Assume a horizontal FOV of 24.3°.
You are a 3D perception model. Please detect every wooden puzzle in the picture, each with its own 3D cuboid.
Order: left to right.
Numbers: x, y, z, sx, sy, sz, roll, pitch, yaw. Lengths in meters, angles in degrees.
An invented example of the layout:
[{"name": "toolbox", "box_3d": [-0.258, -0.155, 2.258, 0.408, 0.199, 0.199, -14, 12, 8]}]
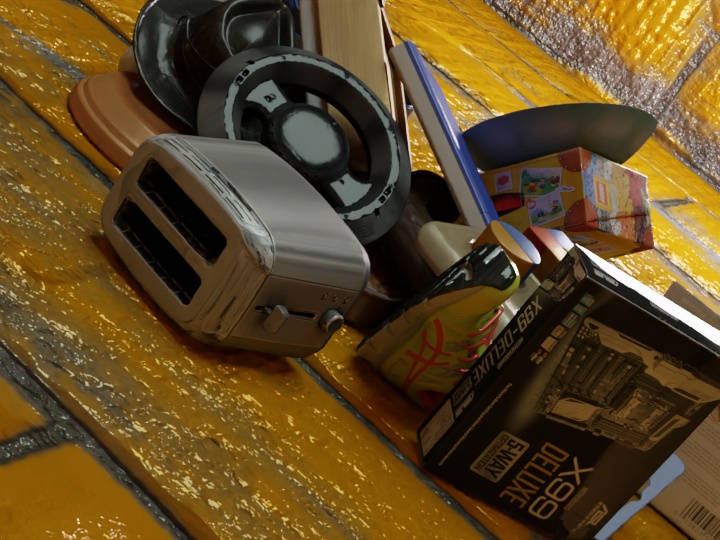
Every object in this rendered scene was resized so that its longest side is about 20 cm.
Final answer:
[{"name": "wooden puzzle", "box_3d": [0.162, 0.022, 1.381, 0.199, 0.046, 0.186, 1, 44, -49]}]

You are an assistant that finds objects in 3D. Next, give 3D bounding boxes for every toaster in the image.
[{"name": "toaster", "box_3d": [-0.098, -0.026, 1.212, 0.200, 0.114, 0.129, 48, 22, 28]}]

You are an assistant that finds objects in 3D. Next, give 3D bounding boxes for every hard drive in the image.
[{"name": "hard drive", "box_3d": [0.088, -0.101, 1.537, 0.201, 0.025, 0.132, 67, 8, 20]}]

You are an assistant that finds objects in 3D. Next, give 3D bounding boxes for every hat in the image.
[{"name": "hat", "box_3d": [-0.105, -0.200, 1.489, 0.200, 0.081, 0.202, 25, 42, -25]}]

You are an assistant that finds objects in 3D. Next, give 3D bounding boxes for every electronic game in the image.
[{"name": "electronic game", "box_3d": [-0.047, -0.104, 1.410, 0.199, 0.042, 0.201, 15, 56, -22]}]

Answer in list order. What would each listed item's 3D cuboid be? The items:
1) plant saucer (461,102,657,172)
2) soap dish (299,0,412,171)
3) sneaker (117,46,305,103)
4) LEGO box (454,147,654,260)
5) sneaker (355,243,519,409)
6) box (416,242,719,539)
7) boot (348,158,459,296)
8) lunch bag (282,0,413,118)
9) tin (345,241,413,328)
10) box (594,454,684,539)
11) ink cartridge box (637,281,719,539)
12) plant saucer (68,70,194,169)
[{"name": "plant saucer", "box_3d": [0.193, -0.116, 1.638, 0.200, 0.200, 0.039, 13, 68, -53]}, {"name": "soap dish", "box_3d": [-0.001, -0.161, 1.582, 0.158, 0.081, 0.201, 65, 17, -61]}, {"name": "sneaker", "box_3d": [-0.129, -0.165, 1.565, 0.198, 0.076, 0.081, 9, 58, -20]}, {"name": "LEGO box", "box_3d": [0.168, -0.049, 1.655, 0.149, 0.199, 0.078, 15, 67, -53]}, {"name": "sneaker", "box_3d": [0.076, 0.048, 1.278, 0.078, 0.200, 0.090, -38, 88, -31]}, {"name": "box", "box_3d": [0.161, 0.098, 1.238, 0.157, 0.200, 0.050, 30, 24, -21]}, {"name": "boot", "box_3d": [0.077, -0.012, 1.487, 0.186, 0.064, 0.200, 7, 32, -47]}, {"name": "lunch bag", "box_3d": [-0.032, -0.226, 1.839, 0.199, 0.133, 0.136, 31, 17, -19]}, {"name": "tin", "box_3d": [0.000, 0.000, 1.468, 0.112, 0.042, 0.200, 46, 18, 15]}, {"name": "box", "box_3d": [0.170, 0.116, 1.380, 0.121, 0.032, 0.200, -33, 70, -32]}, {"name": "ink cartridge box", "box_3d": [0.304, 0.133, 1.480, 0.200, 0.174, 0.044, 39, 17, 9]}, {"name": "plant saucer", "box_3d": [-0.159, -0.112, 1.449, 0.199, 0.038, 0.200, 33, 17, -11]}]
